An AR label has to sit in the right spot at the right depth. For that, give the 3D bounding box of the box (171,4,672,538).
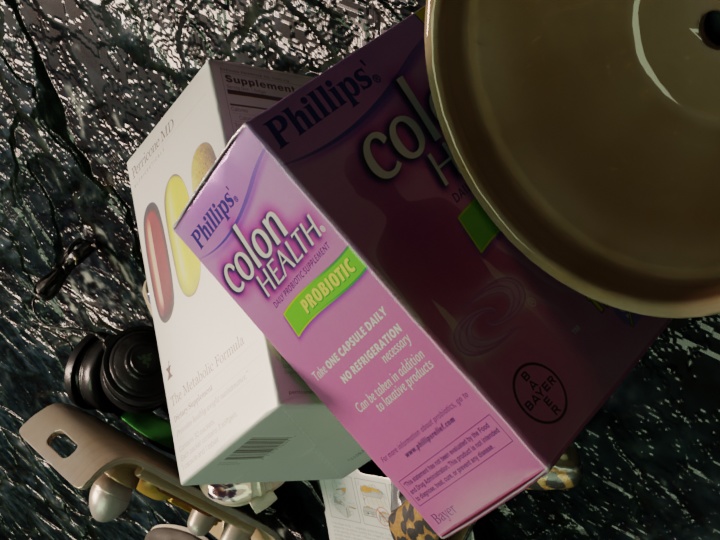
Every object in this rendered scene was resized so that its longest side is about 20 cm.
[{"bbox_3d":[0.045,-0.010,0.642,0.200,0.176,0.097,48,140,4],"label":"box"}]

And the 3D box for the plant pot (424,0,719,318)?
[{"bbox_3d":[0.130,-0.090,0.547,0.200,0.092,0.203,26,131,33],"label":"plant pot"}]

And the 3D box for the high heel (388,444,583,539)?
[{"bbox_3d":[0.081,0.151,0.812,0.199,0.071,0.144,11,112,59],"label":"high heel"}]

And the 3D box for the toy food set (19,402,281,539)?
[{"bbox_3d":[-0.169,0.184,1.055,0.199,0.061,0.143,37,170,-34],"label":"toy food set"}]

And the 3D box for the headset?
[{"bbox_3d":[-0.188,0.071,1.070,0.123,0.094,0.200,-10,129,50],"label":"headset"}]

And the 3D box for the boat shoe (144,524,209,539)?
[{"bbox_3d":[-0.143,0.292,1.205,0.199,0.057,0.067,16,132,37],"label":"boat shoe"}]

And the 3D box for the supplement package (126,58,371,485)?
[{"bbox_3d":[-0.046,0.003,0.720,0.114,0.109,0.202,-41,55,44],"label":"supplement package"}]

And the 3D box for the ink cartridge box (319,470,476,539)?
[{"bbox_3d":[0.046,0.213,0.967,0.162,0.057,0.203,1,101,46],"label":"ink cartridge box"}]

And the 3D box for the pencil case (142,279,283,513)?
[{"bbox_3d":[-0.100,0.081,0.955,0.090,0.077,0.202,-120,16,-56],"label":"pencil case"}]
